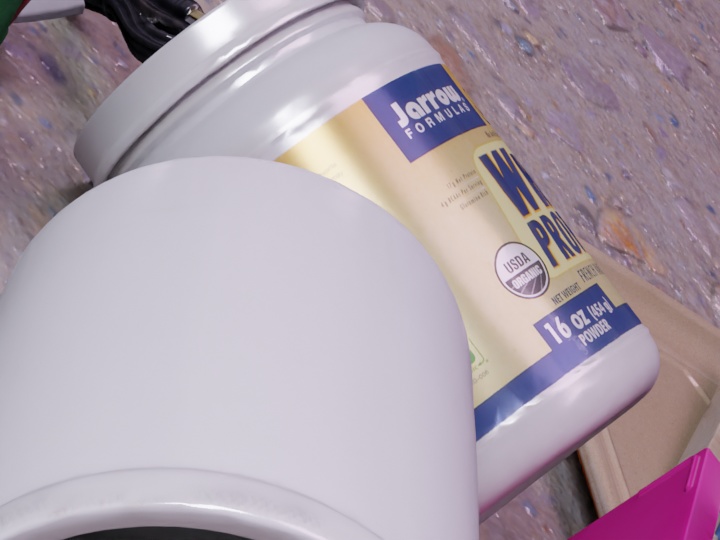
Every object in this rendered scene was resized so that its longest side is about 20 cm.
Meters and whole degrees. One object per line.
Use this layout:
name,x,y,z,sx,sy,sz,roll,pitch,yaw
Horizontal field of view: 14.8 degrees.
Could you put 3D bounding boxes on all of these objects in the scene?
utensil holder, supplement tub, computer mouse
utensil holder,-0.044,0.081,0.811,0.170,0.170,0.200,41,24,-18
supplement tub,0.000,0.000,1.025,0.200,0.144,0.144,53,25,6
computer mouse,-0.145,-0.113,1.050,0.200,0.044,0.110,13,21,-47

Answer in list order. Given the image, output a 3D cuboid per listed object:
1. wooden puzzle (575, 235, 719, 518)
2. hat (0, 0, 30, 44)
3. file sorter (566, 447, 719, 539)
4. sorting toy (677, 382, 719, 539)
wooden puzzle,0.148,0.095,1.280,0.185,0.037,0.200,31,36,-37
hat,-0.106,-0.114,0.875,0.166,0.175,0.201,27,65,-55
file sorter,0.089,0.182,0.930,0.126,0.139,0.200,49,24,-8
sorting toy,0.237,0.134,1.257,0.200,0.070,0.199,52,29,-7
